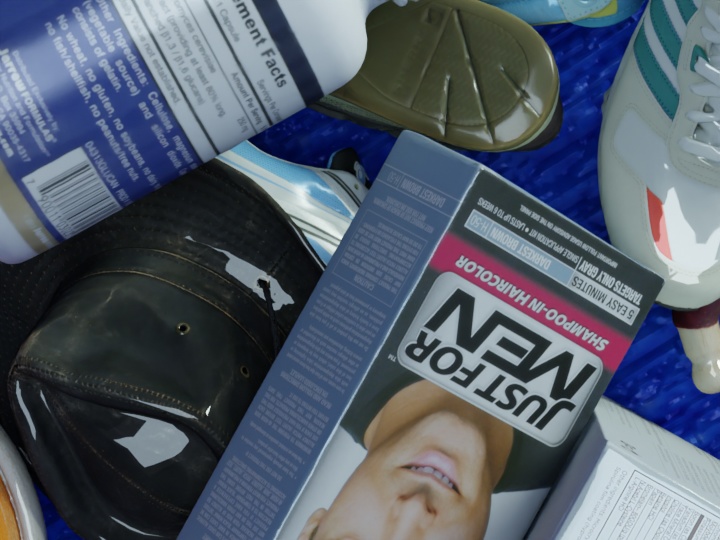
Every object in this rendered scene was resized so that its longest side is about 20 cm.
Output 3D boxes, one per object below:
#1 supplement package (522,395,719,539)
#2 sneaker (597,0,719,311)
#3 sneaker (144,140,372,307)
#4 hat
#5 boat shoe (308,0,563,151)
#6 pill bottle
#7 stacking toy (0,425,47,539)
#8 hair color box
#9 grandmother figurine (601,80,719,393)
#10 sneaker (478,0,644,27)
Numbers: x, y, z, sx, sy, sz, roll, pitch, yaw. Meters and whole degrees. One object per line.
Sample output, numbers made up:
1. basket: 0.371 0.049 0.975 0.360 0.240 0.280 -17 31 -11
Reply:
1. supplement package: 0.137 0.161 0.981 0.199 0.191 0.148 29 94 1
2. sneaker: 0.134 -0.084 0.964 0.070 0.093 0.201 16 92 2
3. sneaker: 0.000 0.000 1.040 0.200 0.072 0.073 39 84 -4
4. hat: -0.083 0.056 1.007 0.200 0.081 0.202 12 119 22
5. boat shoe: -0.011 -0.092 1.036 0.200 0.066 0.072 25 81 19
6. pill bottle: -0.067 -0.096 0.953 0.199 0.111 0.111 -29 92 -1
7. stacking toy: -0.224 0.118 0.974 0.145 0.200 0.147 6 100 35
8. hair color box: 0.015 0.063 0.958 0.099 0.061 0.201 29 91 -33
9. grandmother figurine: 0.170 -0.005 1.038 0.121 0.061 0.200 -43 93 -14
10. sneaker: 0.090 -0.168 0.996 0.131 0.080 0.200 48 134 -7
